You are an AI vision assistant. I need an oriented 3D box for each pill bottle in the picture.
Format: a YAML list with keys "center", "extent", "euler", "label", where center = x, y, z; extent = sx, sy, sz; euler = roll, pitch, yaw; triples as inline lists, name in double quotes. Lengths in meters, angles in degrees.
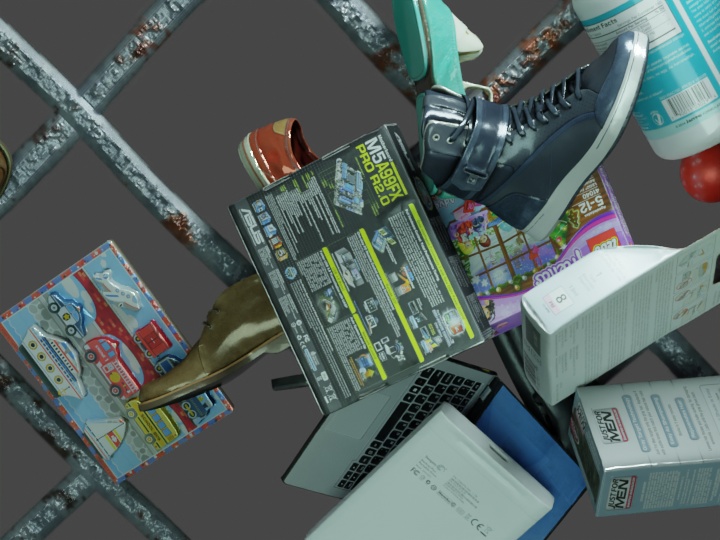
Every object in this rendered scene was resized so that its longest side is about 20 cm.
- center: [0.245, -0.200, 1.373]
  extent: [0.110, 0.111, 0.201]
  euler: [-28, 101, 17]
  label: "pill bottle"

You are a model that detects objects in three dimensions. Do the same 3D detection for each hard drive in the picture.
- center: [0.059, 0.224, 1.504]
  extent: [0.132, 0.027, 0.200]
  euler: [41, 118, -5]
  label: "hard drive"

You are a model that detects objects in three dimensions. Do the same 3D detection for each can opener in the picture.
- center: [0.161, 0.097, 1.518]
  extent: [0.201, 0.078, 0.063]
  euler: [57, 146, -7]
  label: "can opener"

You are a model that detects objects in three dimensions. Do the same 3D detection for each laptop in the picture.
- center: [0.064, 0.186, 1.505]
  extent: [0.199, 0.116, 0.188]
  euler: [19, 122, -26]
  label: "laptop"

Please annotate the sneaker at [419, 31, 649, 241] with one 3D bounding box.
- center: [0.129, -0.128, 1.339]
  extent: [0.145, 0.077, 0.203]
  euler: [26, 124, -9]
  label: "sneaker"

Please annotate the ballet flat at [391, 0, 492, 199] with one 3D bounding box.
- center: [0.075, -0.163, 1.438]
  extent: [0.070, 0.067, 0.202]
  euler: [-10, 92, -17]
  label: "ballet flat"

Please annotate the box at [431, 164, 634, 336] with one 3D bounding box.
- center: [0.128, -0.025, 1.452]
  extent: [0.199, 0.039, 0.138]
  euler: [-26, 68, 16]
  label: "box"

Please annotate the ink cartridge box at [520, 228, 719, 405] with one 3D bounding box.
- center: [0.228, 0.021, 1.414]
  extent: [0.199, 0.163, 0.057]
  euler: [-34, 65, -9]
  label: "ink cartridge box"

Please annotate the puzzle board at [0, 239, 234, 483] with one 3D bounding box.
- center: [-0.235, 0.091, 1.598]
  extent: [0.150, 0.017, 0.201]
  euler: [-33, 99, 17]
  label: "puzzle board"

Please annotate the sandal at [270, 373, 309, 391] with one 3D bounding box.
- center: [0.012, 0.065, 1.526]
  extent: [0.199, 0.075, 0.048]
  euler: [-18, 85, 6]
  label: "sandal"

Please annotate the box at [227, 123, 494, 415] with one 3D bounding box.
- center: [0.000, 0.000, 1.427]
  extent: [0.159, 0.044, 0.201]
  euler: [-26, 88, 16]
  label: "box"

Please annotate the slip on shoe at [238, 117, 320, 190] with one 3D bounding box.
- center: [-0.029, -0.048, 1.490]
  extent: [0.061, 0.074, 0.201]
  euler: [-34, 94, 22]
  label: "slip on shoe"

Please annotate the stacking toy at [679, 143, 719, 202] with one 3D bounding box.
- center: [0.368, -0.094, 1.409]
  extent: [0.198, 0.085, 0.086]
  euler: [-4, 107, 17]
  label: "stacking toy"

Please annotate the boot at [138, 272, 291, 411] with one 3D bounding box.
- center: [-0.126, 0.063, 1.544]
  extent: [0.199, 0.074, 0.076]
  euler: [-30, 89, 4]
  label: "boot"

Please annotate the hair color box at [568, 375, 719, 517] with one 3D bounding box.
- center: [0.289, 0.148, 1.447]
  extent: [0.198, 0.099, 0.061]
  euler: [-4, 131, -8]
  label: "hair color box"

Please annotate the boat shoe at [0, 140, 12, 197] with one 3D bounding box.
- center: [-0.406, -0.050, 1.555]
  extent: [0.199, 0.068, 0.072]
  euler: [-36, 97, 17]
  label: "boat shoe"
